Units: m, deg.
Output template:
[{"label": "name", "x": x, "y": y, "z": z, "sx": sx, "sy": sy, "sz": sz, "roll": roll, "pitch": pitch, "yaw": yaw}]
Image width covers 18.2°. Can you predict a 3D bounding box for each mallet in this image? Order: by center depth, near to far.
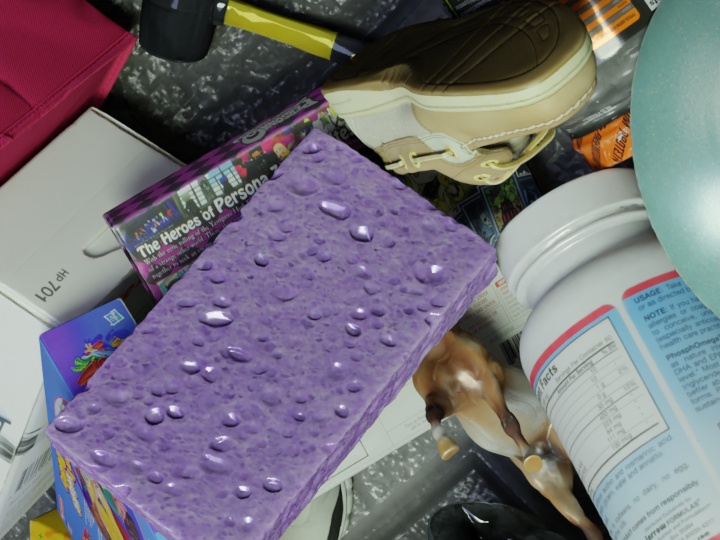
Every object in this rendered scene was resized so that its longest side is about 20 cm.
[{"label": "mallet", "x": -0.023, "y": -0.110, "z": 1.168, "sx": 0.200, "sy": 0.041, "sz": 0.066, "roll": 26, "pitch": 119, "yaw": 5}]

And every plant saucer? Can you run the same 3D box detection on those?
[{"label": "plant saucer", "x": 0.214, "y": -0.061, "z": 1.009, "sx": 0.200, "sy": 0.200, "sz": 0.036, "roll": 57, "pitch": 155, "yaw": -9}]

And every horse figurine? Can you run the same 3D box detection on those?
[{"label": "horse figurine", "x": 0.081, "y": 0.077, "z": 1.102, "sx": 0.200, "sy": 0.133, "sz": 0.050, "roll": 35, "pitch": 107, "yaw": -31}]

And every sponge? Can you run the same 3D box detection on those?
[{"label": "sponge", "x": -0.039, "y": 0.037, "z": 1.030, "sx": 0.111, "sy": 0.200, "sz": 0.030, "roll": 34, "pitch": 161, "yaw": 18}]

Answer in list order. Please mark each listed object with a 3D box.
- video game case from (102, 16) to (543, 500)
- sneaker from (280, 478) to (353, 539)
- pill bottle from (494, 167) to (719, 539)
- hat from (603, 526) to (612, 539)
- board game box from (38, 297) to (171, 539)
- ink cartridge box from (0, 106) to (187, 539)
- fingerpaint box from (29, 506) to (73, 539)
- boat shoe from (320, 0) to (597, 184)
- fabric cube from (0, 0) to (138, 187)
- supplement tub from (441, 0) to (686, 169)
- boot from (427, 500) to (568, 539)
[{"label": "video game case", "x": 0.000, "y": 0.000, "z": 1.130, "sx": 0.200, "sy": 0.036, "sz": 0.182, "roll": -31, "pitch": 111, "yaw": -7}, {"label": "sneaker", "x": -0.050, "y": 0.093, "z": 1.240, "sx": 0.074, "sy": 0.080, "sz": 0.200, "roll": 5, "pitch": 115, "yaw": 17}, {"label": "pill bottle", "x": 0.141, "y": 0.057, "z": 1.033, "sx": 0.109, "sy": 0.109, "sz": 0.200, "roll": -41, "pitch": 63, "yaw": 30}, {"label": "hat", "x": 0.227, "y": 0.161, "z": 1.149, "sx": 0.200, "sy": 0.201, "sz": 0.081, "roll": -2, "pitch": 152, "yaw": 22}, {"label": "board game box", "x": -0.106, "y": 0.122, "z": 1.121, "sx": 0.135, "sy": 0.045, "sz": 0.200, "roll": 57, "pitch": 160, "yaw": 24}, {"label": "ink cartridge box", "x": -0.171, "y": 0.035, "z": 1.197, "sx": 0.086, "sy": 0.146, "sz": 0.200, "roll": 33, "pitch": 134, "yaw": 8}, {"label": "fingerpaint box", "x": -0.110, "y": 0.247, "z": 1.302, "sx": 0.167, "sy": 0.073, "sz": 0.200, "roll": 22, "pitch": 121, "yaw": 36}, {"label": "boat shoe", "x": 0.054, "y": -0.075, "z": 1.005, "sx": 0.066, "sy": 0.074, "sz": 0.200, "roll": 55, "pitch": 164, "yaw": -17}, {"label": "fabric cube", "x": -0.275, "y": -0.077, "z": 1.172, "sx": 0.199, "sy": 0.200, "sz": 0.196, "roll": 39, "pitch": 129, "yaw": 3}, {"label": "supplement tub", "x": 0.091, "y": -0.154, "z": 1.052, "sx": 0.122, "sy": 0.123, "sz": 0.200, "roll": -31, "pitch": 99, "yaw": 29}, {"label": "boot", "x": 0.046, "y": 0.183, "z": 1.191, "sx": 0.164, "sy": 0.066, "sz": 0.200, "roll": 14, "pitch": 153, "yaw": 10}]
